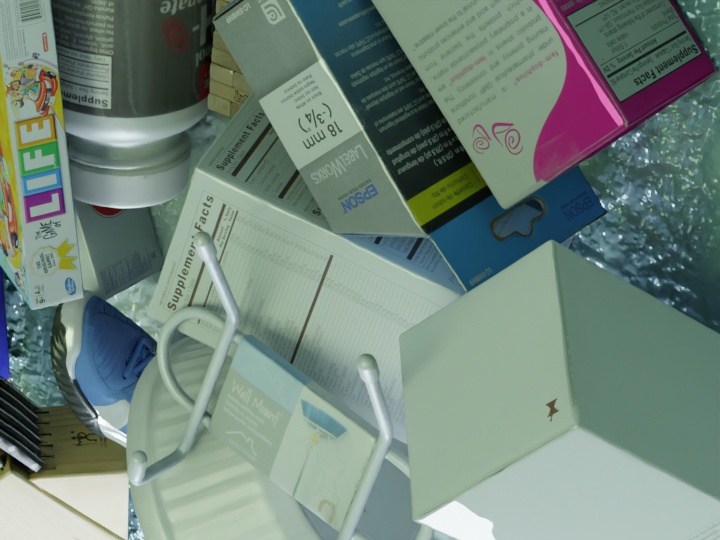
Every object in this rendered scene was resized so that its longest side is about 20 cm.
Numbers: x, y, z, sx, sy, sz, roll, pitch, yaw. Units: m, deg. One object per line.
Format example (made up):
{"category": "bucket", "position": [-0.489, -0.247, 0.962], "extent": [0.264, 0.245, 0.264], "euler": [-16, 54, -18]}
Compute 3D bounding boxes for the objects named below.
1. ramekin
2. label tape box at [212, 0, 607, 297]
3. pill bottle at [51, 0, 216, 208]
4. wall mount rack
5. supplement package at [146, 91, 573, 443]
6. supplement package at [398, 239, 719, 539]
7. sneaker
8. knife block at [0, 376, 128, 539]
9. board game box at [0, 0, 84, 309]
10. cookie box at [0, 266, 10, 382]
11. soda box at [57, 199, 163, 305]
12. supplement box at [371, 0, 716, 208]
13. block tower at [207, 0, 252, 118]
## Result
{"category": "ramekin", "position": [-0.038, 0.121, 1.701], "extent": [0.094, 0.202, 0.203], "euler": [-24, 95, 31]}
{"category": "label tape box", "position": [0.028, -0.083, 1.579], "extent": [0.063, 0.144, 0.201], "euler": [-30, 90, 42]}
{"category": "pill bottle", "position": [-0.139, -0.143, 1.706], "extent": [0.110, 0.111, 0.201], "euler": [21, 122, 30]}
{"category": "wall mount rack", "position": [-0.045, 0.073, 1.547], "extent": [0.200, 0.074, 0.175], "euler": [35, 124, 23]}
{"category": "supplement package", "position": [0.000, 0.000, 1.629], "extent": [0.199, 0.110, 0.114], "euler": [26, 126, 5]}
{"category": "supplement package", "position": [0.131, 0.091, 1.519], "extent": [0.117, 0.199, 0.118], "euler": [-32, 46, 34]}
{"category": "sneaker", "position": [-0.121, 0.079, 1.799], "extent": [0.077, 0.076, 0.200], "euler": [-10, 137, 29]}
{"category": "knife block", "position": [-0.235, 0.145, 1.861], "extent": [0.064, 0.174, 0.201], "euler": [-102, 12, -47]}
{"category": "board game box", "position": [-0.207, -0.096, 1.698], "extent": [0.134, 0.034, 0.201], "euler": [-133, 34, -56]}
{"category": "cookie box", "position": [-0.311, 0.043, 1.857], "extent": [0.075, 0.171, 0.201], "euler": [38, 148, 24]}
{"category": "soda box", "position": [-0.191, -0.082, 1.810], "extent": [0.068, 0.064, 0.201], "euler": [-5, 107, 39]}
{"category": "supplement box", "position": [0.079, -0.151, 1.536], "extent": [0.101, 0.103, 0.201], "euler": [-33, 87, 42]}
{"category": "block tower", "position": [-0.044, -0.173, 1.657], "extent": [0.058, 0.054, 0.201], "euler": [22, 123, 28]}
